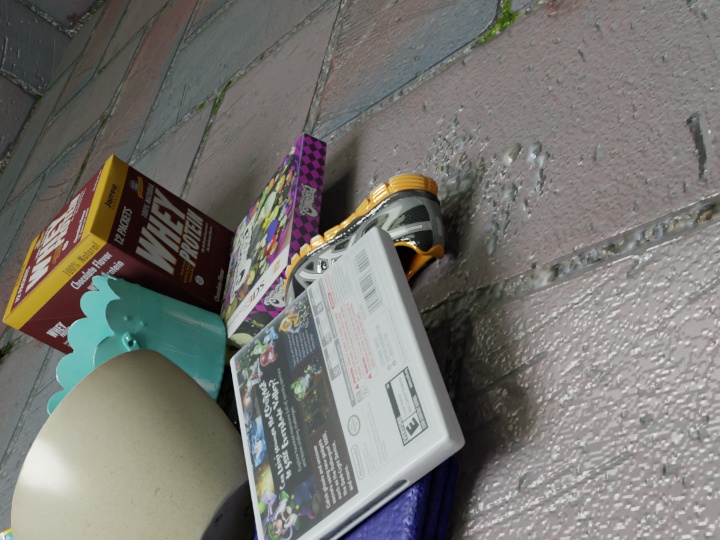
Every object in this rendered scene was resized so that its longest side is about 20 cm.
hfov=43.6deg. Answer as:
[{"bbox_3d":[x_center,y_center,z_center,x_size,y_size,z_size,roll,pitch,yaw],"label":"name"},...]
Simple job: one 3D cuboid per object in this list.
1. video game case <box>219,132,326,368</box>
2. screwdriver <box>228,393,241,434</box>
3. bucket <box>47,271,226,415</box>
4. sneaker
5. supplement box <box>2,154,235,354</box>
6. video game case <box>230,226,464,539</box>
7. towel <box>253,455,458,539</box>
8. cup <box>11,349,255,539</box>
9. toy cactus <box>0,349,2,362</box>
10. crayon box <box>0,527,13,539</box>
[{"bbox_3d":[-0.098,-0.021,0.974,0.181,0.036,0.201,-48,28,41],"label":"video game case"},{"bbox_3d":[-0.123,0.194,0.840,0.028,0.029,0.201,-28,39,41],"label":"screwdriver"},{"bbox_3d":[-0.236,0.113,0.945,0.207,0.134,0.208,-46,34,44],"label":"bucket"},{"bbox_3d":[0.000,0.000,0.805,0.200,0.078,0.078,-44,50,34],"label":"sneaker"},{"bbox_3d":[-0.274,0.011,1.073,0.197,0.199,0.133,-36,35,32],"label":"supplement box"},{"bbox_3d":[-0.021,0.093,0.665,0.182,0.023,0.201,-42,42,23],"label":"video game case"},{"bbox_3d":[-0.013,0.194,0.659,0.199,0.049,0.149,-17,54,48],"label":"towel"},{"bbox_3d":[-0.164,0.186,0.755,0.142,0.200,0.201,22,77,22],"label":"cup"},{"bbox_3d":[-0.758,0.219,1.727,0.200,0.102,0.165,-40,42,11],"label":"toy cactus"},{"bbox_3d":[-0.368,0.301,0.930,0.199,0.059,0.119,-24,-6,-9],"label":"crayon box"}]
